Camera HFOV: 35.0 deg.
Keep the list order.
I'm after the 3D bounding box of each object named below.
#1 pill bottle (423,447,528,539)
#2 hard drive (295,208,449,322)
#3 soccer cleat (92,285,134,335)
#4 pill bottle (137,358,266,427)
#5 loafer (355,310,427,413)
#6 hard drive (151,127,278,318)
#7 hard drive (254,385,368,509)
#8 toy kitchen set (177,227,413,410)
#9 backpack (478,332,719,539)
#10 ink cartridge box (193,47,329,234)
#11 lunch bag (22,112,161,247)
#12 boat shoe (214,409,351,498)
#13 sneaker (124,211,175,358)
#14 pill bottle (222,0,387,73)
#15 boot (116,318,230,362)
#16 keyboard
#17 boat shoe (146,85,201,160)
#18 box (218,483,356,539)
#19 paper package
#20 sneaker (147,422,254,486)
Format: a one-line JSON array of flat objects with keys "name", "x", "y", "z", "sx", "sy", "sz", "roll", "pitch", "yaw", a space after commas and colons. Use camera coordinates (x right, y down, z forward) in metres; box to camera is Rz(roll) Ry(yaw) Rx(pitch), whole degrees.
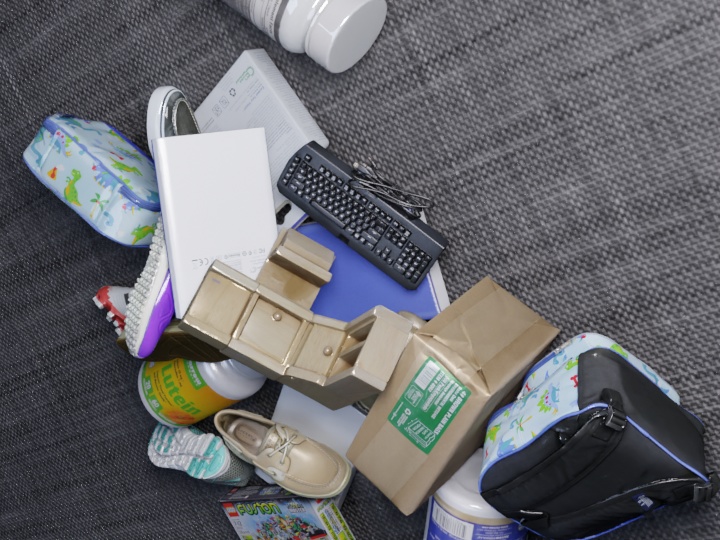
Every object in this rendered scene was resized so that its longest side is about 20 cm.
[{"name": "pill bottle", "x": 0.131, "y": 0.320, "z": 1.329, "sx": 0.120, "sy": 0.120, "sz": 0.200, "roll": 21, "pitch": 120, "yaw": 27}, {"name": "hard drive", "x": 0.000, "y": 0.000, "z": 1.340, "sx": 0.200, "sy": 0.025, "sz": 0.132, "roll": -8, "pitch": 103, "yaw": 38}, {"name": "soccer cleat", "x": -0.296, "y": 0.051, "z": 1.560, "sx": 0.200, "sy": 0.085, "sz": 0.069, "roll": 19, "pitch": 144, "yaw": 54}, {"name": "pill bottle", "x": -0.189, "y": 0.124, "z": 1.480, "sx": 0.200, "sy": 0.111, "sz": 0.111, "roll": -29, "pitch": 91, "yaw": 39}, {"name": "loafer", "x": 0.025, "y": 0.117, "z": 1.327, "sx": 0.076, "sy": 0.067, "sz": 0.200, "roll": 36, "pitch": 145, "yaw": 11}, {"name": "hard drive", "x": -0.159, "y": -0.055, "z": 1.294, "sx": 0.025, "sy": 0.132, "sz": 0.200, "roll": 3, "pitch": 101, "yaw": 59}, {"name": "hard drive", "x": -0.060, "y": 0.224, "z": 1.485, "sx": 0.132, "sy": 0.027, "sz": 0.200, "roll": 34, "pitch": 126, "yaw": 20}, {"name": "toy kitchen set", "x": -0.057, "y": 0.024, "z": 1.217, "sx": 0.200, "sy": 0.163, "sz": 0.180, "roll": 29, "pitch": 160, "yaw": -10}, {"name": "backpack", "x": 0.228, "y": 0.176, "z": 1.162, "sx": 0.183, "sy": 0.147, "sz": 0.200, "roll": 36, "pitch": 127, "yaw": -19}, {"name": "ink cartridge box", "x": -0.126, "y": -0.127, "z": 1.367, "sx": 0.200, "sy": 0.041, "sz": 0.200, "roll": -41, "pitch": 77, "yaw": 39}, {"name": "lunch bag", "x": -0.311, "y": -0.114, "z": 1.441, "sx": 0.200, "sy": 0.161, "sz": 0.082, "roll": 40, "pitch": 104, "yaw": 18}, {"name": "boat shoe", "x": -0.103, "y": 0.227, "z": 1.443, "sx": 0.200, "sy": 0.072, "sz": 0.065, "roll": 21, "pitch": 160, "yaw": 33}, {"name": "sneaker", "x": -0.202, "y": 0.015, "z": 1.323, "sx": 0.070, "sy": 0.099, "sz": 0.200, "roll": 24, "pitch": 94, "yaw": 65}, {"name": "pill bottle", "x": -0.076, "y": -0.305, "z": 1.221, "sx": 0.200, "sy": 0.114, "sz": 0.114, "roll": 39, "pitch": 126, "yaw": 16}, {"name": "boot", "x": -0.200, "y": 0.034, "z": 1.414, "sx": 0.200, "sy": 0.155, "sz": 0.072, "roll": -5, "pitch": 142, "yaw": 37}, {"name": "keyboard", "x": 0.000, "y": -0.067, "z": 1.250, "sx": 0.200, "sy": 0.040, "sz": 0.104, "roll": 36, "pitch": 116, "yaw": 6}, {"name": "boat shoe", "x": -0.197, "y": -0.123, "z": 1.363, "sx": 0.071, "sy": 0.072, "sz": 0.200, "roll": 4, "pitch": 117, "yaw": 30}, {"name": "box", "x": -0.098, "y": 0.339, "z": 1.528, "sx": 0.200, "sy": 0.035, "sz": 0.110, "roll": -16, "pitch": 106, "yaw": 48}, {"name": "paper package", "x": 0.098, "y": 0.133, "z": 1.229, "sx": 0.103, "sy": 0.191, "sz": 0.200, "roll": 38, "pitch": 126, "yaw": 14}, {"name": "sneaker", "x": -0.222, "y": 0.258, "z": 1.585, "sx": 0.200, "sy": 0.091, "sz": 0.078, "roll": 17, "pitch": 77, "yaw": 52}]
